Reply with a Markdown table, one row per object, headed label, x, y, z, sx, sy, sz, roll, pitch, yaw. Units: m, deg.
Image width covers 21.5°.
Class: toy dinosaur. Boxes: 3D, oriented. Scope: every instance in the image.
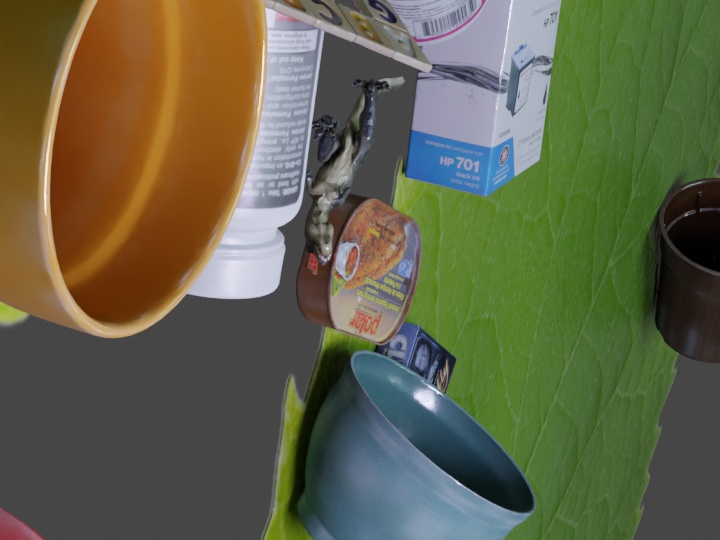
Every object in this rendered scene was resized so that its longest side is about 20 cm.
| label | x | y | z | sx | sy | sz | roll | pitch | yaw |
| --- | --- | --- | --- | --- | --- | --- | --- | --- | --- |
| toy dinosaur | -0.009 | -0.103 | 1.482 | 0.088 | 0.047 | 0.201 | 90 | 22 | -57 |

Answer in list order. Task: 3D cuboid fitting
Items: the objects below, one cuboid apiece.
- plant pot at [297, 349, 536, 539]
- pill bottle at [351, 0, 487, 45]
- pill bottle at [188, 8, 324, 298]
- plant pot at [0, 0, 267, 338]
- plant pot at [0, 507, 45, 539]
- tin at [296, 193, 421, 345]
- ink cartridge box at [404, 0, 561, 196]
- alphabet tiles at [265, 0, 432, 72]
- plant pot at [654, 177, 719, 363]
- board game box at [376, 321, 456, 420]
| label | x | y | z | sx | sy | sz | roll | pitch | yaw |
| --- | --- | --- | --- | --- | --- | --- | --- | --- | --- |
| plant pot | 0.030 | 0.184 | 1.600 | 0.134 | 0.200 | 0.200 | -51 | 162 | 12 |
| pill bottle | 0.034 | -0.256 | 1.363 | 0.200 | 0.112 | 0.114 | 71 | 38 | -67 |
| pill bottle | -0.087 | -0.092 | 1.193 | 0.114 | 0.113 | 0.202 | -25 | 127 | -63 |
| plant pot | -0.168 | -0.089 | 0.891 | 0.200 | 0.182 | 0.202 | 15 | 90 | -69 |
| plant pot | -0.228 | 0.226 | 0.942 | 0.183 | 0.199 | 0.201 | -49 | 148 | -31 |
| tin | 0.000 | 0.000 | 1.579 | 0.200 | 0.041 | 0.113 | 26 | 76 | -68 |
| ink cartridge box | 0.111 | -0.184 | 1.678 | 0.146 | 0.085 | 0.202 | -34 | 136 | -60 |
| alphabet tiles | -0.059 | -0.198 | 1.130 | 0.199 | 0.168 | 0.008 | 16 | 123 | -44 |
| plant pot | 0.503 | 0.011 | 2.670 | 0.199 | 0.199 | 0.201 | 94 | 22 | -43 |
| board game box | 0.028 | 0.157 | 1.754 | 0.135 | 0.034 | 0.202 | 39 | 67 | -67 |
